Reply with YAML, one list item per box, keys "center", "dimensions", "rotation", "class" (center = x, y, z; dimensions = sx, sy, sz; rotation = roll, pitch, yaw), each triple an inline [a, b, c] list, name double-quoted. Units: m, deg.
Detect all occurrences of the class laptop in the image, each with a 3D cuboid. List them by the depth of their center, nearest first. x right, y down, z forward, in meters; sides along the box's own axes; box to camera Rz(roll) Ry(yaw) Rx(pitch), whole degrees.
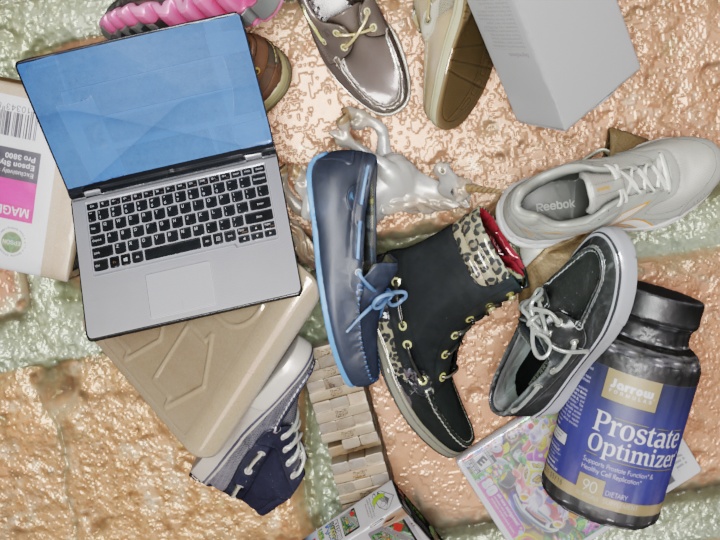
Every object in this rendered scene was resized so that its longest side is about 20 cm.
- center: [-0.159, -0.071, 0.784]
  dimensions: [0.183, 0.116, 0.204]
  rotation: [-12, 73, 1]
  class: "laptop"

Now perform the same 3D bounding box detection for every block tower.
- center: [-0.007, 0.159, 0.928]
  dimensions: [0.053, 0.058, 0.204]
  rotation: [-15, 101, 3]
  class: "block tower"

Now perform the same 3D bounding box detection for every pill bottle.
- center: [0.238, 0.115, 0.871]
  dimensions: [0.109, 0.112, 0.204]
  rotation: [13, 100, -2]
  class: "pill bottle"

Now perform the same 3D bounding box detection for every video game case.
- center: [0.211, 0.188, 0.949]
  dimensions: [0.198, 0.018, 0.144]
  rotation: [-34, 97, 6]
  class: "video game case"

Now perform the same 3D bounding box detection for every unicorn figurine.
- center: [0.011, -0.075, 0.885]
  dimensions: [0.199, 0.074, 0.138]
  rotation: [-38, 106, 21]
  class: "unicorn figurine"

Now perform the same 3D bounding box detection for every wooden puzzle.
- center: [-0.143, 0.036, 0.881]
  dimensions: [0.199, 0.046, 0.187]
  rotation: [38, 98, 30]
  class: "wooden puzzle"

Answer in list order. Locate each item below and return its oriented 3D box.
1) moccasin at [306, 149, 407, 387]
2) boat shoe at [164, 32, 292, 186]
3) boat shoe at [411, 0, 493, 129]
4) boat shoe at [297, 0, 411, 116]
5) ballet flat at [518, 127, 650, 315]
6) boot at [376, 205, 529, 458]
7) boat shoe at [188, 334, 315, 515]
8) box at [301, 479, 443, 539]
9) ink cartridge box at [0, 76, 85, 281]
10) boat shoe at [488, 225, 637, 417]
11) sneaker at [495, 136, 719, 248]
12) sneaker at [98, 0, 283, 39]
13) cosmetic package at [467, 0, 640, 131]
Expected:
- center: [0.000, 0.000, 0.823]
  dimensions: [0.067, 0.081, 0.204]
  rotation: [-7, 103, 10]
  class: "moccasin"
- center: [-0.147, -0.130, 0.861]
  dimensions: [0.200, 0.067, 0.072]
  rotation: [-47, 69, 5]
  class: "boat shoe"
- center: [0.081, -0.228, 0.859]
  dimensions: [0.064, 0.071, 0.204]
  rotation: [17, 103, 37]
  class: "boat shoe"
- center: [-0.016, -0.227, 0.857]
  dimensions: [0.071, 0.060, 0.203]
  rotation: [-27, 99, 5]
  class: "boat shoe"
- center: [0.189, -0.046, 0.886]
  dimensions: [0.072, 0.068, 0.201]
  rotation: [38, 96, 2]
  class: "ballet flat"
- center: [0.089, 0.057, 0.880]
  dimensions: [0.152, 0.073, 0.206]
  rotation: [-27, 95, 24]
  class: "boot"
- center: [-0.074, 0.146, 0.899]
  dimensions: [0.092, 0.075, 0.200]
  rotation: [33, 127, -10]
  class: "boat shoe"
- center: [0.038, 0.294, 0.920]
  dimensions: [0.109, 0.035, 0.201]
  rotation: [-33, 122, 5]
  class: "box"
- center: [-0.336, -0.092, 0.876]
  dimensions: [0.196, 0.075, 0.168]
  rotation: [10, 99, -3]
  class: "ink cartridge box"
- center: [0.163, 0.048, 0.826]
  dimensions: [0.067, 0.074, 0.201]
  rotation: [-2, 137, -30]
  class: "boat shoe"
- center: [0.212, -0.065, 0.811]
  dimensions: [0.196, 0.092, 0.077]
  rotation: [-17, 86, 4]
  class: "sneaker"
- center: [-0.141, -0.244, 0.839]
  dimensions: [0.197, 0.079, 0.097]
  rotation: [-11, 58, 31]
  class: "sneaker"
- center: [0.148, -0.230, 0.809]
  dimensions: [0.101, 0.074, 0.202]
  rotation: [-36, 118, -17]
  class: "cosmetic package"
